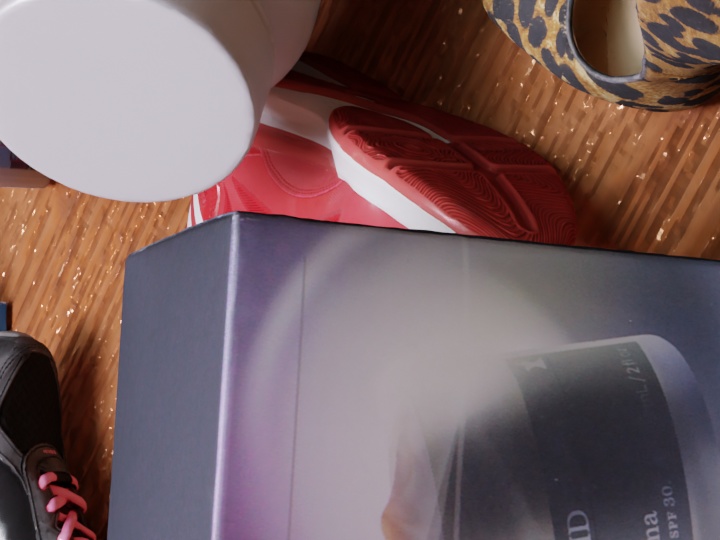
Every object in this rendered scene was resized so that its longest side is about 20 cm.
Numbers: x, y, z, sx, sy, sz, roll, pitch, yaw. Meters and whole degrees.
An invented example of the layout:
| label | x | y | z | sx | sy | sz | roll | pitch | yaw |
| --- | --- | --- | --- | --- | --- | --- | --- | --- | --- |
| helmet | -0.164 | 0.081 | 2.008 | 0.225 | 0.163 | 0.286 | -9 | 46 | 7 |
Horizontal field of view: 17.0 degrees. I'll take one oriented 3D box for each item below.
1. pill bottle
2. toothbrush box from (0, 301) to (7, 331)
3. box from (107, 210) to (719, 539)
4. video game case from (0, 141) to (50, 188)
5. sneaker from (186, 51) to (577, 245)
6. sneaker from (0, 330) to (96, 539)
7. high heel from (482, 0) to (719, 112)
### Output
| label | x | y | z | sx | sy | sz | roll | pitch | yaw |
| --- | --- | --- | --- | --- | --- | --- | --- | --- | --- |
| pill bottle | -0.062 | -0.127 | 0.828 | 0.113 | 0.113 | 0.200 | -33 | 31 | 38 |
| toothbrush box | -0.228 | 0.108 | 0.997 | 0.085 | 0.146 | 0.201 | -14 | 74 | 45 |
| box | 0.036 | 0.096 | 0.657 | 0.123 | 0.198 | 0.201 | 164 | 110 | -72 |
| video game case | -0.129 | -0.123 | 0.925 | 0.200 | 0.023 | 0.183 | -44 | -36 | -88 |
| sneaker | 0.000 | 0.000 | 0.839 | 0.200 | 0.078 | 0.116 | 39 | 121 | 56 |
| sneaker | -0.123 | 0.123 | 0.951 | 0.095 | 0.079 | 0.201 | -4 | 81 | 24 |
| high heel | 0.075 | -0.090 | 0.709 | 0.200 | 0.142 | 0.072 | 9 | 90 | 47 |
